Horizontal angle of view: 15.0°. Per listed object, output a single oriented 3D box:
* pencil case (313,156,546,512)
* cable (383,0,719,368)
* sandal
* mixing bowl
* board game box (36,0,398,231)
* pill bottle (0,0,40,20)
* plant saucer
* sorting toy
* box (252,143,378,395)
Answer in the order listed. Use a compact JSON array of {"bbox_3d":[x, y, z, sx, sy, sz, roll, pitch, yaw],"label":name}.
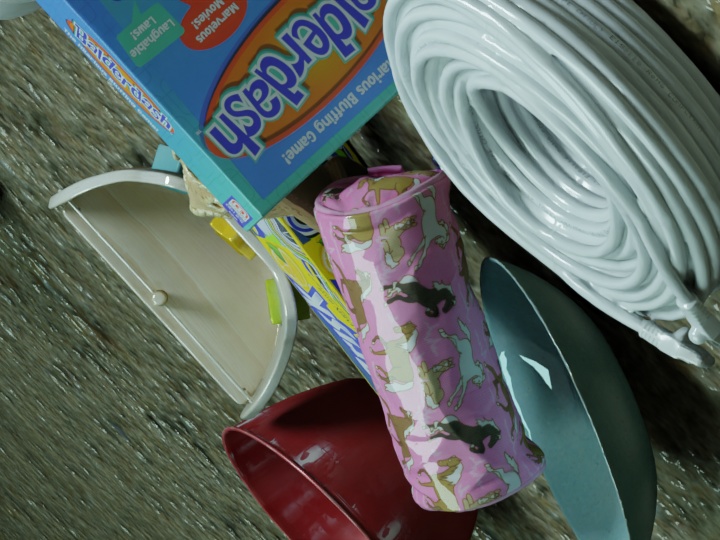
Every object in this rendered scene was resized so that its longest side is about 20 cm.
[{"bbox_3d":[0.040,0.039,1.540,0.083,0.086,0.200,7,118,61],"label":"pencil case"},{"bbox_3d":[0.098,-0.066,1.258,0.200,0.069,0.200,34,159,40],"label":"cable"},{"bbox_3d":[-0.064,-0.048,1.563,0.212,0.070,0.078,30,-145,-40],"label":"sandal"},{"bbox_3d":[0.010,0.149,1.922,0.200,0.108,0.200,43,164,15],"label":"mixing bowl"},{"bbox_3d":[-0.066,-0.143,1.338,0.200,0.152,0.045,47,164,-3],"label":"board game box"},{"bbox_3d":[-0.234,-0.208,1.679,0.113,0.113,0.200,51,164,-16],"label":"pill bottle"},{"bbox_3d":[0.124,0.079,1.524,0.201,0.039,0.201,158,90,-82],"label":"plant saucer"},{"bbox_3d":[-0.093,-0.011,1.771,0.200,0.107,0.180,48,170,-4],"label":"sorting toy"},{"bbox_3d":[0.000,0.000,1.673,0.200,0.064,0.070,52,163,-21],"label":"box"}]
